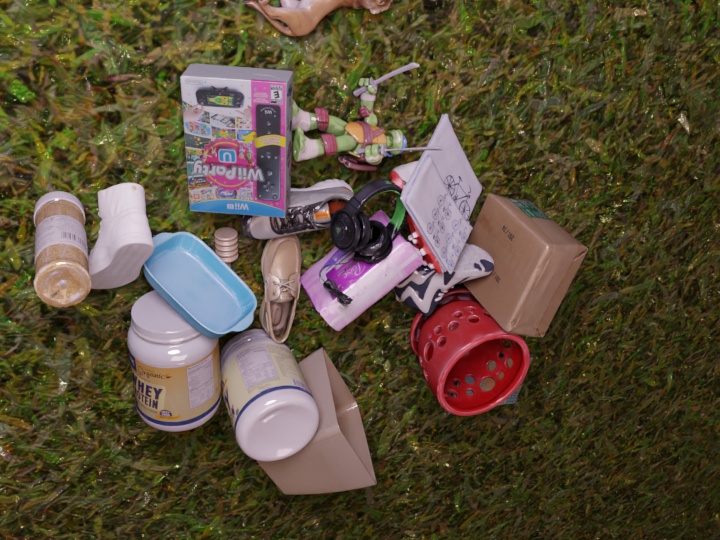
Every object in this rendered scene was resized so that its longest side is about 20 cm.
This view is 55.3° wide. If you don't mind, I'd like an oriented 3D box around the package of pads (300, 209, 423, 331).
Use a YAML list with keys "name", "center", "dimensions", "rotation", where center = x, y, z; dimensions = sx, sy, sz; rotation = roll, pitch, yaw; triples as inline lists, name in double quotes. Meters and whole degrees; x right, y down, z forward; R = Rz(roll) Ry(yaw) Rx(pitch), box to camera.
- name: "package of pads"
  center: [0.000, 0.000, 1.185]
  dimensions: [0.199, 0.121, 0.076]
  rotation: [-39, 130, 2]

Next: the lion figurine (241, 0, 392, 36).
- name: "lion figurine"
  center: [-0.054, -0.378, 0.952]
  dimensions: [0.198, 0.073, 0.123]
  rotation: [-26, 143, 9]

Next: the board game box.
- name: "board game box"
  center: [-0.173, -0.184, 0.987]
  dimensions: [0.145, 0.065, 0.202]
  rotation: [4, 122, -1]

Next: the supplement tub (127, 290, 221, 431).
- name: "supplement tub"
  center: [-0.301, 0.143, 1.118]
  dimensions: [0.142, 0.145, 0.202]
  rotation: [-9, 124, -20]

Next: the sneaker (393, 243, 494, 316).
- name: "sneaker"
  center: [0.149, 0.023, 1.283]
  dimensions: [0.196, 0.080, 0.131]
  rotation: [-9, 136, 2]

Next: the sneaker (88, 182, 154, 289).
- name: "sneaker"
  center: [-0.359, -0.052, 1.008]
  dimensions: [0.073, 0.117, 0.199]
  rotation: [4, 156, -41]

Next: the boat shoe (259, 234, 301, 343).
- name: "boat shoe"
  center: [-0.133, 0.030, 1.174]
  dimensions: [0.071, 0.065, 0.202]
  rotation: [-2, 119, -25]

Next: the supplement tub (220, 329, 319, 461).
- name: "supplement tub"
  center: [-0.165, 0.210, 1.192]
  dimensions: [0.143, 0.200, 0.147]
  rotation: [-13, 126, -18]

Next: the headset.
- name: "headset"
  center: [0.008, -0.045, 1.085]
  dimensions: [0.201, 0.094, 0.123]
  rotation: [-53, 143, 9]

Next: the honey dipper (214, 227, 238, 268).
- name: "honey dipper"
  center: [-0.220, 0.023, 1.149]
  dimensions: [0.037, 0.038, 0.202]
  rotation: [-10, 127, -19]

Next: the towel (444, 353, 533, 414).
- name: "towel"
  center: [0.294, 0.257, 1.564]
  dimensions: [0.197, 0.022, 0.148]
  rotation: [-2, 122, -25]

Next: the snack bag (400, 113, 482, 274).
- name: "snack bag"
  center: [0.148, -0.129, 1.160]
  dimensions: [0.189, 0.021, 0.201]
  rotation: [53, 53, -39]

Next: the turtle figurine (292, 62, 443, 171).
- name: "turtle figurine"
  center: [-0.004, -0.227, 1.023]
  dimensions: [0.191, 0.200, 0.146]
  rotation: [-3, 89, -19]

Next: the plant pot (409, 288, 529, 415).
- name: "plant pot"
  center: [0.199, 0.151, 1.342]
  dimensions: [0.198, 0.183, 0.203]
  rotation: [-13, 126, -19]

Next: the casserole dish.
- name: "casserole dish"
  center: [-0.250, 0.026, 1.054]
  dimensions: [0.039, 0.200, 0.121]
  rotation: [-48, 176, 39]

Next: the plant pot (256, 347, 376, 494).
- name: "plant pot"
  center: [-0.099, 0.308, 1.304]
  dimensions: [0.175, 0.201, 0.201]
  rotation: [-24, 130, 4]

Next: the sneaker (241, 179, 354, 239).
- name: "sneaker"
  center: [-0.095, -0.095, 1.099]
  dimensions: [0.198, 0.079, 0.075]
  rotation: [-18, 120, -15]

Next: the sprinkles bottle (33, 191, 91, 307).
- name: "sprinkles bottle"
  center: [-0.400, -0.033, 0.916]
  dimensions: [0.067, 0.200, 0.069]
  rotation: [-12, 126, -17]

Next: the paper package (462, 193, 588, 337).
- name: "paper package"
  center: [0.290, -0.014, 1.266]
  dimensions: [0.102, 0.200, 0.193]
  rotation: [6, 119, -29]

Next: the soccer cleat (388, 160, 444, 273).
- name: "soccer cleat"
  center: [0.114, -0.091, 1.182]
  dimensions: [0.084, 0.069, 0.202]
  rotation: [-28, 101, -8]
